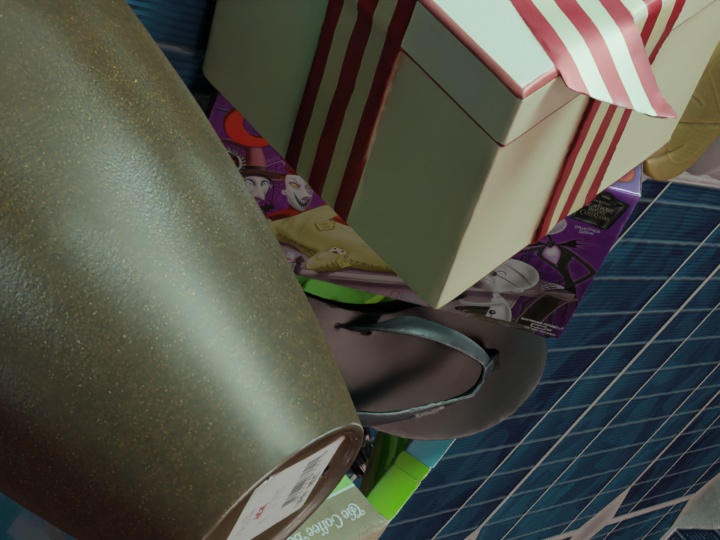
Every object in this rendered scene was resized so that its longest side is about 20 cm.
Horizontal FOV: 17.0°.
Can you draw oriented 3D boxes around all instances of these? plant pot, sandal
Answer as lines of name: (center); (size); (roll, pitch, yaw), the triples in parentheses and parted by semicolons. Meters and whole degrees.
plant pot: (-0.097, 0.021, 0.928); (0.187, 0.200, 0.187); (-40, 163, -15)
sandal: (0.010, 0.048, 1.185); (0.200, 0.043, 0.076); (5, 102, -32)

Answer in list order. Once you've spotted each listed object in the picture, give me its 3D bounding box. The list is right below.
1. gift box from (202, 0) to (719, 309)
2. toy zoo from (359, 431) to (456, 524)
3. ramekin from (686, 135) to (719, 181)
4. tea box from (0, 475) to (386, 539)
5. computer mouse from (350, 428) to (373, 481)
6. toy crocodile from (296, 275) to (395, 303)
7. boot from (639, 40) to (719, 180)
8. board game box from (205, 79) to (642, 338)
gift box: (0.066, -0.116, 1.000); (0.184, 0.200, 0.187); (-40, 162, -30)
toy zoo: (0.066, 0.041, 1.316); (0.200, 0.020, 0.131); (-54, -176, 15)
ramekin: (0.278, -0.130, 1.457); (0.200, 0.105, 0.200); (-59, -170, 18)
tea box: (-0.131, 0.129, 1.112); (0.133, 0.197, 0.200); (-22, 152, -52)
computer mouse: (-0.022, 0.092, 1.422); (0.034, 0.059, 0.200); (-21, 160, 6)
toy crocodile: (0.000, 0.000, 1.314); (0.200, 0.062, 0.068); (-29, 175, -27)
boot: (0.141, -0.146, 1.181); (0.200, 0.155, 0.073); (-50, 145, -19)
board game box: (0.018, -0.032, 1.127); (0.120, 0.199, 0.032); (112, -11, -47)
